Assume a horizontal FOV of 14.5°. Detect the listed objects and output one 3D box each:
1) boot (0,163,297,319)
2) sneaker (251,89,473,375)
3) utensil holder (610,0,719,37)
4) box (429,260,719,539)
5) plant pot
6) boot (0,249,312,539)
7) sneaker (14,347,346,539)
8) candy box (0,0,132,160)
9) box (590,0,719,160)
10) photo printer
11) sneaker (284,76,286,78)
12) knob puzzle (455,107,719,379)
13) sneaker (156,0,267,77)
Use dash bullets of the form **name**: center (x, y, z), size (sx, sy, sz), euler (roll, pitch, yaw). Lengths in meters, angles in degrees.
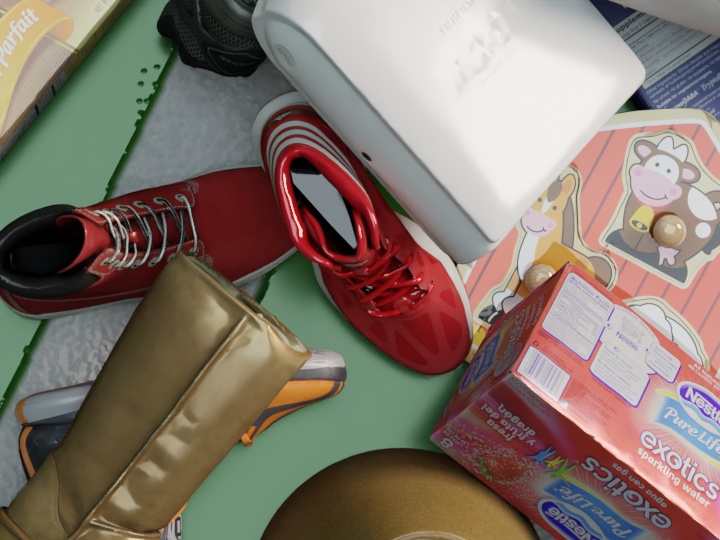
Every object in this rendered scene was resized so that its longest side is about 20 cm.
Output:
- **boot**: center (-0.117, -0.020, 1.638), size (0.200, 0.144, 0.073), euler (-16, 85, -6)
- **sneaker**: center (0.000, 0.000, 1.622), size (0.078, 0.116, 0.200), euler (-33, 111, 13)
- **utensil holder**: center (0.238, -0.207, 1.610), size (0.200, 0.170, 0.170), euler (13, 84, -25)
- **box**: center (0.155, 0.105, 1.639), size (0.200, 0.095, 0.103), euler (38, 49, -9)
- **plant pot**: center (0.032, 0.191, 1.603), size (0.186, 0.200, 0.187), euler (0, 85, -4)
- **boot**: center (-0.096, 0.118, 1.599), size (0.175, 0.066, 0.200), euler (38, 93, 4)
- **sneaker**: center (-0.099, 0.110, 1.670), size (0.200, 0.078, 0.112), euler (-12, 90, 6)
- **candy box**: center (-0.223, -0.149, 1.685), size (0.115, 0.055, 0.200), euler (39, 85, 0)
- **box**: center (0.187, -0.181, 1.724), size (0.121, 0.032, 0.200), euler (-34, 90, -6)
- **photo printer**: center (0.046, -0.130, 1.594), size (0.200, 0.069, 0.166), euler (48, 65, -11)
- **sneaker**: center (0.051, -0.150, 1.699), size (0.200, 0.079, 0.096), euler (8, 74, -4)
- **knob puzzle**: center (0.161, -0.007, 1.693), size (0.219, 0.030, 0.220), euler (0, 95, 1)
- **sneaker**: center (-0.083, -0.198, 1.690), size (0.076, 0.114, 0.200), euler (6, 56, -23)
